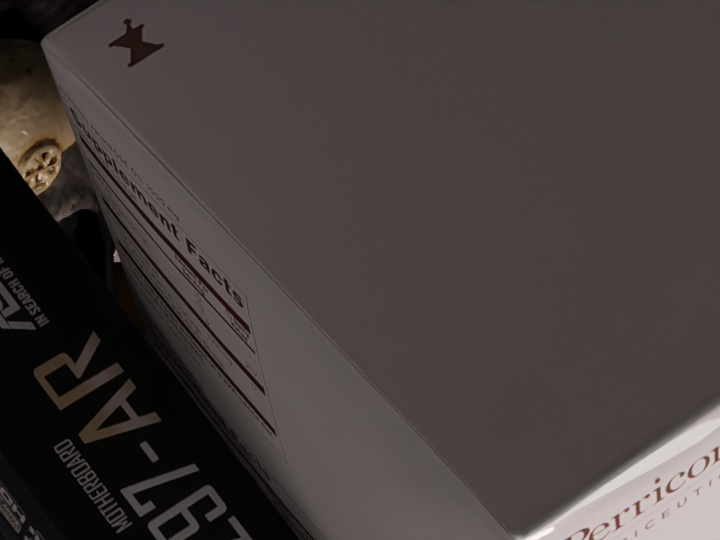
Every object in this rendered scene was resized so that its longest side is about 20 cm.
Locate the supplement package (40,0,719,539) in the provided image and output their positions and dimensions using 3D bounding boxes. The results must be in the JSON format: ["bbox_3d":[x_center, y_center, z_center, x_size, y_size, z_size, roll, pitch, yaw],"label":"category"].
[{"bbox_3d":[0.070,0.007,0.547,0.191,0.147,0.200,-35,146,-15],"label":"supplement package"}]

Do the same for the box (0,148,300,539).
[{"bbox_3d":[-0.082,0.059,0.589,0.043,0.200,0.160,-31,167,-31],"label":"box"}]

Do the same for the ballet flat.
[{"bbox_3d":[-0.082,0.030,0.683,0.066,0.057,0.201,-25,132,-33],"label":"ballet flat"}]

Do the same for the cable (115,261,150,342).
[{"bbox_3d":[0.000,0.000,0.774,0.199,0.051,0.097,2,-171,32],"label":"cable"}]
